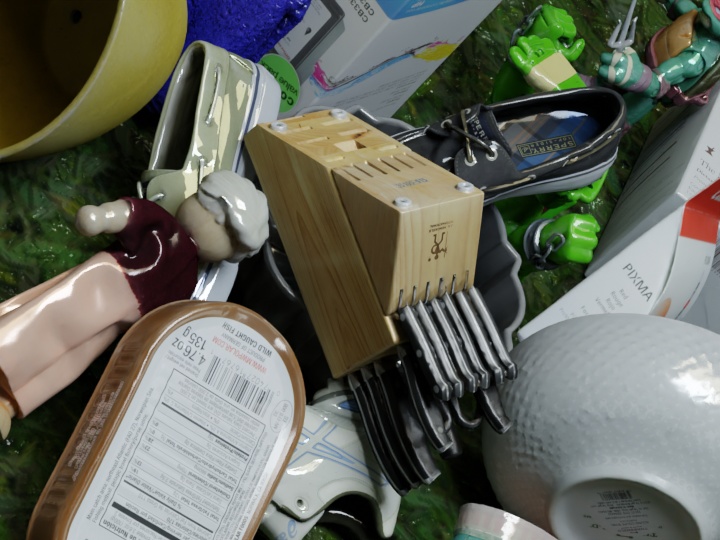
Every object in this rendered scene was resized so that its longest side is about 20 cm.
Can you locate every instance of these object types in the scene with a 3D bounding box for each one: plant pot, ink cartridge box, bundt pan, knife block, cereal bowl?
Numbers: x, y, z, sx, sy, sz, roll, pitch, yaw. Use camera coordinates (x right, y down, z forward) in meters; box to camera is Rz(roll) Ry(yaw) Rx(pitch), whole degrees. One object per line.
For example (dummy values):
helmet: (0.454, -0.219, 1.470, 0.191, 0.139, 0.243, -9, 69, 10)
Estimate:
plant pot: (-0.180, -0.153, 1.306, 0.142, 0.199, 0.201, 11, 48, -62)
ink cartridge box: (-0.009, -0.195, 1.437, 0.146, 0.200, 0.147, -24, 74, -48)
ink cartridge box: (0.203, 0.000, 1.419, 0.050, 0.199, 0.162, 57, 13, 11)
bundt pan: (0.000, 0.000, 1.388, 0.201, 0.076, 0.203, 21, 48, -25)
knife block: (0.008, 0.021, 1.285, 0.064, 0.177, 0.200, -13, 32, -37)
cereal bowl: (0.164, 0.123, 1.335, 0.199, 0.200, 0.084, 33, 47, -13)

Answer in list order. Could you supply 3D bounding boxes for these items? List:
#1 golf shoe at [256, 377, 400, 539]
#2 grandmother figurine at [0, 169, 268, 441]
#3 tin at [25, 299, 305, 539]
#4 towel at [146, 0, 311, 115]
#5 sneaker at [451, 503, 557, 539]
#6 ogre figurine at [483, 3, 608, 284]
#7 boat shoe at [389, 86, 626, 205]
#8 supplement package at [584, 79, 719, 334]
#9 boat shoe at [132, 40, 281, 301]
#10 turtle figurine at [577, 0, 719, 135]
golf shoe: (-0.056, 0.109, 1.267, 0.199, 0.078, 0.098, 7, 64, -30)
grandmother figurine: (-0.132, 0.007, 1.221, 0.199, 0.122, 0.061, -34, 57, -24)
tin: (-0.101, 0.109, 1.190, 0.112, 0.042, 0.201, 32, 72, -22)
towel: (-0.129, -0.205, 1.392, 0.201, 0.148, 0.049, 56, 34, 10)
sneaker: (0.122, 0.216, 1.333, 0.199, 0.071, 0.080, 33, 70, -26)
ogre figurine: (0.112, -0.068, 1.497, 0.098, 0.120, 0.201, -4, 59, -34)
boat shoe: (0.078, -0.073, 1.369, 0.199, 0.066, 0.070, -10, 61, -23)
supplement package: (0.258, -0.050, 1.603, 0.114, 0.110, 0.200, 38, 43, -8)
boat shoe: (-0.105, -0.038, 1.310, 0.062, 0.072, 0.201, 29, 65, -33)
turtle figurine: (0.210, -0.156, 1.580, 0.101, 0.200, 0.150, 41, 42, -4)
